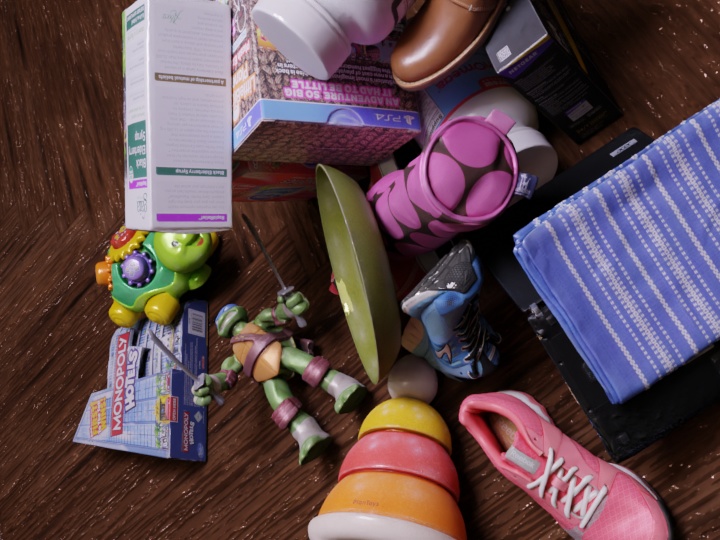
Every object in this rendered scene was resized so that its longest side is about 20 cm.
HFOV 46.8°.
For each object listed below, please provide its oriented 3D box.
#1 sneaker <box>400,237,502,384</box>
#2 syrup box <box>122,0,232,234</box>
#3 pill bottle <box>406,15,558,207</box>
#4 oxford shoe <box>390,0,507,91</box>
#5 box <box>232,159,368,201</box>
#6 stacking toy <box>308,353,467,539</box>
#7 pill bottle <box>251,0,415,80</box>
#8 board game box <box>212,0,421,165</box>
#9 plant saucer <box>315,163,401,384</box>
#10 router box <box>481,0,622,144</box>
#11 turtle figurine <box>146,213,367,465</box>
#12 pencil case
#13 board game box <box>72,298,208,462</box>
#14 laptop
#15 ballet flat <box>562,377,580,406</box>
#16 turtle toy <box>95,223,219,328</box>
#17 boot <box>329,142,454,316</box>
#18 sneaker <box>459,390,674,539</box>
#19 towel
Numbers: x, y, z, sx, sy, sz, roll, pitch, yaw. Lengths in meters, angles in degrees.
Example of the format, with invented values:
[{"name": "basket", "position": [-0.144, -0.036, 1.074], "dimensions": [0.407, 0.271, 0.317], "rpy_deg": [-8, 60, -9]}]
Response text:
[{"name": "sneaker", "position": [0.090, 0.043, 0.708], "dimensions": [0.090, 0.200, 0.078], "rpy_deg": [41, 77, 17]}, {"name": "syrup box", "position": [-0.166, -0.135, 0.752], "dimensions": [0.078, 0.080, 0.203], "rpy_deg": [6, 96, 59]}, {"name": "pill bottle", "position": [0.101, -0.150, 0.796], "dimensions": [0.109, 0.108, 0.201], "rpy_deg": [-45, 52, 20]}, {"name": "oxford shoe", "position": [0.083, -0.232, 0.655], "dimensions": [0.200, 0.071, 0.072], "rpy_deg": [-50, 52, 18]}, {"name": "box", "position": [-0.094, -0.131, 0.885], "dimensions": [0.102, 0.199, 0.096], "rpy_deg": [-16, 85, 35]}, {"name": "stacking toy", "position": [0.042, 0.168, 0.754], "dimensions": [0.145, 0.146, 0.202], "rpy_deg": [-13, 50, 37]}, {"name": "pill bottle", "position": [0.005, -0.257, 0.671], "dimensions": [0.110, 0.111, 0.201], "rpy_deg": [33, 82, 42]}, {"name": "board game box", "position": [-0.045, -0.211, 0.774], "dimensions": [0.097, 0.157, 0.203], "rpy_deg": [-25, 68, 60]}, {"name": "plant saucer", "position": [0.000, 0.000, 0.747], "dimensions": [0.031, 0.201, 0.202], "rpy_deg": [-15, 59, -7]}, {"name": "router box", "position": [0.147, -0.230, 0.751], "dimensions": [0.052, 0.156, 0.202], "rpy_deg": [-33, 56, 26]}, {"name": "turtle figurine", "position": [-0.101, 0.093, 0.847], "dimensions": [0.193, 0.201, 0.144], "rpy_deg": [39, 62, 21]}, {"name": "pencil case", "position": [0.063, -0.065, 0.695], "dimensions": [0.095, 0.090, 0.200], "rpy_deg": [-66, 12, -12]}, {"name": "board game box", "position": [-0.281, 0.152, 1.055], "dimensions": [0.198, 0.061, 0.203], "rpy_deg": [-19, 64, 34]}, {"name": "laptop", "position": [0.209, 0.010, 0.654], "dimensions": [0.176, 0.103, 0.201], "rpy_deg": [-32, 88, 2]}, {"name": "ballet flat", "position": [0.180, 0.021, 0.707], "dimensions": [0.065, 0.070, 0.203], "rpy_deg": [-16, 57, 47]}, {"name": "turtle toy", "position": [-0.248, -0.015, 1.025], "dimensions": [0.198, 0.101, 0.147], "rpy_deg": [-7, 46, 39]}, {"name": "boot", "position": [0.008, -0.053, 0.872], "dimensions": [0.143, 0.072, 0.202], "rpy_deg": [-32, 61, 30]}, {"name": "sneaker", "position": [0.151, 0.165, 0.664], "dimensions": [0.200, 0.086, 0.074], "rpy_deg": [36, 101, 41]}, {"name": "towel", "position": [0.223, -0.016, 0.591], "dimensions": [0.199, 0.024, 0.146], "rpy_deg": [-34, 89, 1]}]
